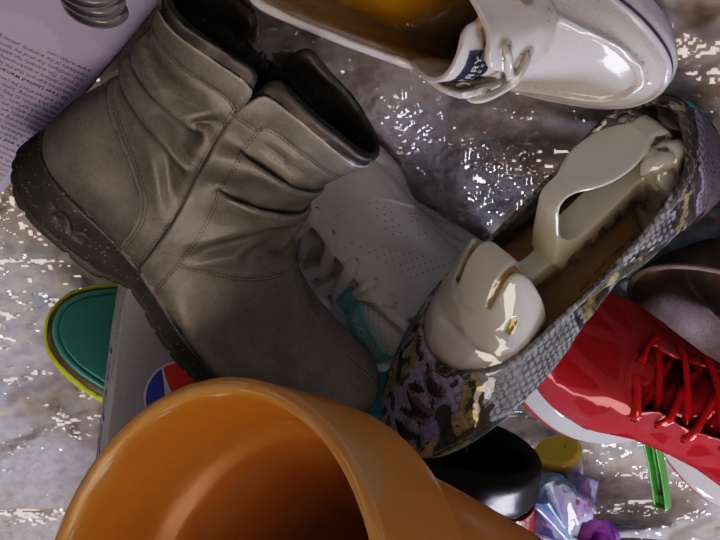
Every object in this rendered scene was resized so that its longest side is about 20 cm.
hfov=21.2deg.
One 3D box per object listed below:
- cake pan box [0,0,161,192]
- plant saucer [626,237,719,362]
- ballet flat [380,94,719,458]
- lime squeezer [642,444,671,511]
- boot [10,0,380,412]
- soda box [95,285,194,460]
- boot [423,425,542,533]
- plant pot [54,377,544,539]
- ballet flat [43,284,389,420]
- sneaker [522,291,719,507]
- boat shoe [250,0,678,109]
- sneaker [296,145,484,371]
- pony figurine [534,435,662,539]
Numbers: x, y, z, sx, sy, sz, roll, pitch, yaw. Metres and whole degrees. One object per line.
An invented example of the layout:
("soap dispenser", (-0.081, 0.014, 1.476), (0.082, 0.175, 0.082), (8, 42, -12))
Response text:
("cake pan box", (-0.184, -0.133, 0.764), (0.200, 0.052, 0.184), (24, 132, -25))
("plant saucer", (0.221, 0.039, 0.901), (0.200, 0.035, 0.200), (29, 166, 8))
("ballet flat", (0.077, -0.005, 0.834), (0.200, 0.072, 0.072), (-44, 132, -7))
("lime squeezer", (0.125, 0.058, 0.963), (0.038, 0.071, 0.200), (-3, 155, 34))
("boot", (-0.037, -0.018, 0.793), (0.200, 0.068, 0.131), (41, 126, -20))
("soda box", (-0.090, 0.090, 0.896), (0.063, 0.201, 0.068), (7, -179, -11))
("boot", (-0.008, 0.115, 0.942), (0.199, 0.072, 0.145), (6, 127, 15))
("plant pot", (-0.003, 0.157, 0.802), (0.200, 0.201, 0.183), (-33, 148, 33))
("ballet flat", (-0.062, 0.052, 0.970), (0.199, 0.067, 0.067), (9, 167, -11))
("sneaker", (0.166, 0.056, 0.890), (0.200, 0.079, 0.115), (25, 163, -33))
("boat shoe", (0.042, -0.099, 0.782), (0.200, 0.070, 0.071), (21, 135, -22))
("sneaker", (0.000, 0.000, 0.883), (0.200, 0.089, 0.075), (31, 132, -30))
("pony figurine", (0.091, 0.176, 1.056), (0.192, 0.167, 0.200), (4, 133, 22))
